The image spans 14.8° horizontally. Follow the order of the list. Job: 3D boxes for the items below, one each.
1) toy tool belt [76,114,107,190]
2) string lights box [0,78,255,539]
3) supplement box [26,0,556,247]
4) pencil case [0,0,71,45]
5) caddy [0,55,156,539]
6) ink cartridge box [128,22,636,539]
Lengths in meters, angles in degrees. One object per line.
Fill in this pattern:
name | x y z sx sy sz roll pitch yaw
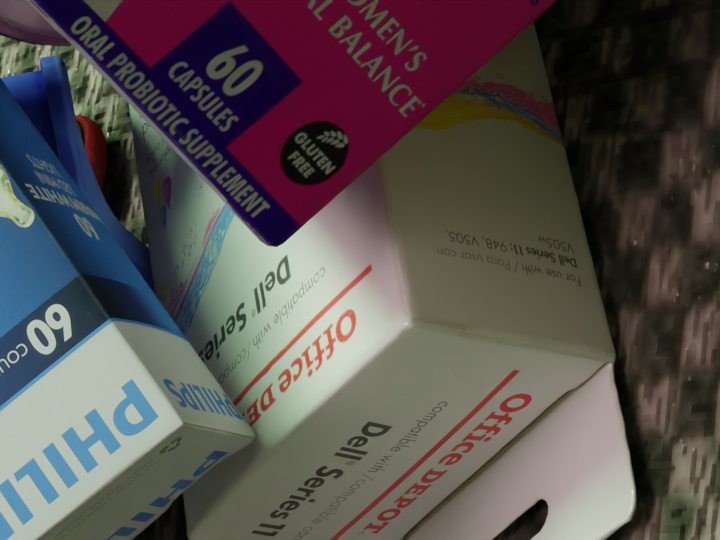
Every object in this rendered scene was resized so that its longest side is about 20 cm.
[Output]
toy tool belt | -0.180 0.021 0.972 0.200 0.123 0.125 -64 28 24
string lights box | -0.128 -0.006 0.718 0.103 0.059 0.200 -39 74 8
supplement box | 0.008 -0.121 0.661 0.200 0.101 0.103 -42 38 2
pencil case | -0.060 -0.156 0.731 0.087 0.087 0.200 -120 39 -48
caddy | -0.102 0.020 0.838 0.200 0.105 0.142 102 158 -72
ink cartridge box | 0.000 0.000 0.745 0.117 0.067 0.200 -46 43 42
